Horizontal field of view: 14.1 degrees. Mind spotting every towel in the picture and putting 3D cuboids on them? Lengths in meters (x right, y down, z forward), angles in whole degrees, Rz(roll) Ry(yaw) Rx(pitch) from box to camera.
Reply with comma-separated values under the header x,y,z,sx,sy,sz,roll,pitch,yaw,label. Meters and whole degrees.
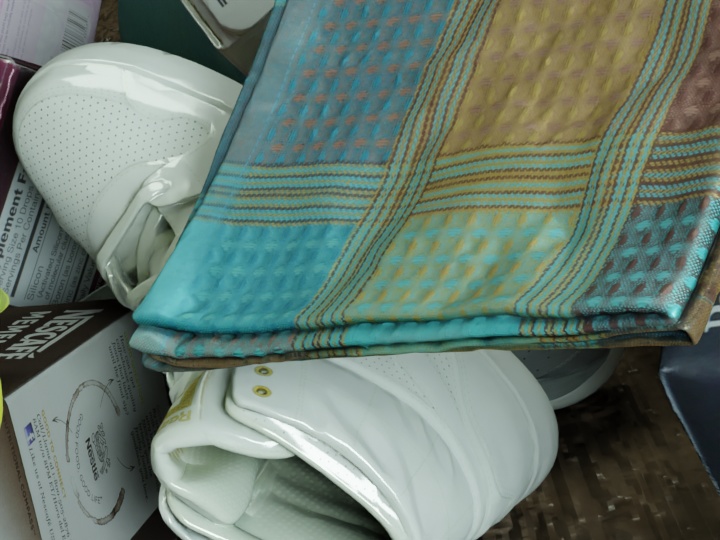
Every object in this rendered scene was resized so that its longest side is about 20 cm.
x,y,z,sx,sy,sz,roll,pitch,yaw,label
0.031,-0.041,0.760,0.199,0.022,0.147,-4,55,47,towel

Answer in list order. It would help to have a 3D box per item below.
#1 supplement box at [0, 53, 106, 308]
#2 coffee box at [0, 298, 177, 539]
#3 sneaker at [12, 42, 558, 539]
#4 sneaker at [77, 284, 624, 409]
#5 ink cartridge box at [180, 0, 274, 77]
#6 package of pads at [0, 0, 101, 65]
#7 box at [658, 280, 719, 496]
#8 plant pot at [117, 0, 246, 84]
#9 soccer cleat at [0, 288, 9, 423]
x,y,z,sx,sy,sz,roll,pitch,yaw,label
-0.103,-0.024,1.035,0.110,0.086,0.200,19,2,38,supplement box
-0.140,0.074,0.846,0.112,0.080,0.200,-5,13,20,coffee box
-0.041,0.014,0.849,0.200,0.074,0.116,39,31,9,sneaker
0.000,0.000,0.937,0.199,0.075,0.116,-7,-26,-15,sneaker
0.016,-0.123,1.132,0.146,0.083,0.200,-39,-24,4,ink cartridge box
-0.173,-0.040,1.142,0.120,0.201,0.076,1,-15,40,package of pads
0.193,-0.029,0.729,0.199,0.118,0.197,-6,52,24,box
-0.014,-0.117,1.308,0.199,0.201,0.135,-10,6,1,plant pot
-0.127,0.010,0.791,0.083,0.065,0.200,-7,11,-26,soccer cleat
